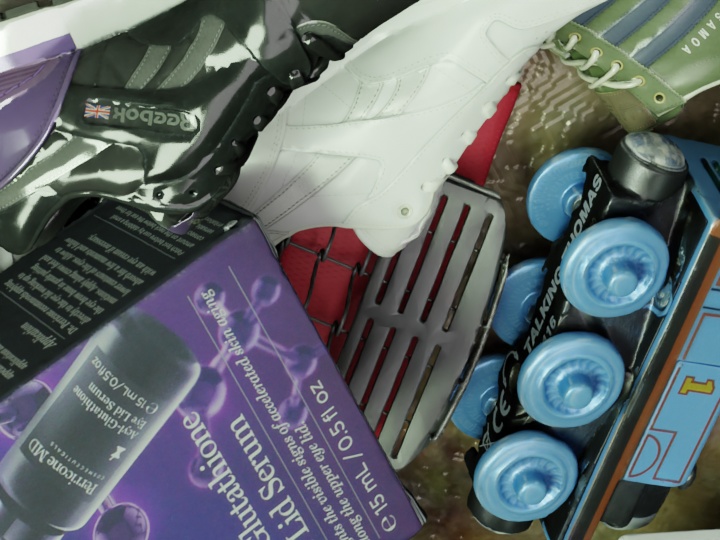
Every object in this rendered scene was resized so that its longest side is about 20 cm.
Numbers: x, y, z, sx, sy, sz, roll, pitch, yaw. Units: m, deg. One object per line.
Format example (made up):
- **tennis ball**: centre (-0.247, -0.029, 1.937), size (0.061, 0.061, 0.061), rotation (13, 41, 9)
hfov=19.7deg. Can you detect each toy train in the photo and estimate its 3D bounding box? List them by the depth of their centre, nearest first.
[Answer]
- **toy train**: centre (0.113, 0.034, 0.884), size (0.113, 0.087, 0.201), rotation (10, 120, -17)

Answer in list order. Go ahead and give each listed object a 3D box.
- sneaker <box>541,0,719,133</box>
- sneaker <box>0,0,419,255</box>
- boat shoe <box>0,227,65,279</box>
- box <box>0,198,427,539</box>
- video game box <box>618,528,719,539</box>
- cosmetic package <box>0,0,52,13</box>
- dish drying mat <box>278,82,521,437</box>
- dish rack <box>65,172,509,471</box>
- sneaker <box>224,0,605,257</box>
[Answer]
- **sneaker**: centre (0.110, -0.100, 0.853), size (0.198, 0.067, 0.091), rotation (0, 106, -12)
- **sneaker**: centre (-0.049, -0.062, 0.710), size (0.198, 0.076, 0.088), rotation (-16, 91, 14)
- **boat shoe**: centre (-0.198, 0.043, 0.833), size (0.074, 0.065, 0.200), rotation (49, 114, 17)
- **box**: centre (-0.102, 0.083, 0.755), size (0.199, 0.104, 0.149), rotation (-38, 117, -16)
- **video game box**: centre (0.206, 0.192, 0.960), size (0.198, 0.047, 0.183), rotation (-3, 129, -8)
- **cosmetic package**: centre (-0.152, -0.091, 0.797), size (0.071, 0.105, 0.200), rotation (42, 98, -18)
- **dish drying mat**: centre (0.000, 0.000, 0.901), size (0.076, 0.018, 0.202), rotation (16, 106, -14)
- **dish rack**: centre (-0.043, 0.004, 0.860), size (0.198, 0.055, 0.155), rotation (21, 106, -3)
- **sneaker**: centre (0.022, -0.067, 0.788), size (0.199, 0.075, 0.100), rotation (-25, 105, 12)
